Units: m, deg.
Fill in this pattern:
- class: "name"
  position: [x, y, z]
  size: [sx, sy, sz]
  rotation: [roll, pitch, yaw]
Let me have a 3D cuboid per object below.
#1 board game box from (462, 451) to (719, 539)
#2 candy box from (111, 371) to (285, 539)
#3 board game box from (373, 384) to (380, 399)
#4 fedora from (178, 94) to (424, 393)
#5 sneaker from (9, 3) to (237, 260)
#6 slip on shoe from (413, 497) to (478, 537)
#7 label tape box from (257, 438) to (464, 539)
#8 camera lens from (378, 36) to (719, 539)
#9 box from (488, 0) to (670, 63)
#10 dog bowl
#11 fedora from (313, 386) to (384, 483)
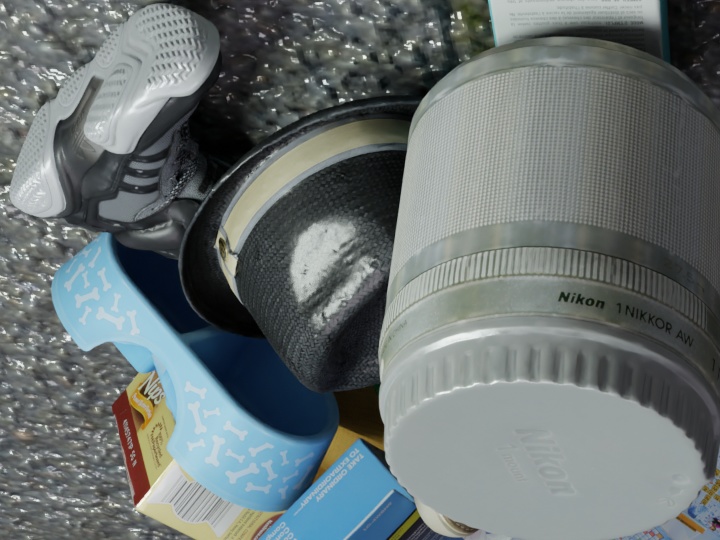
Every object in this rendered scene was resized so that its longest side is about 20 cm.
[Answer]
- class: "board game box"
  position: [0.185, 0.133, 1.252]
  size: [0.200, 0.200, 0.041]
  rotation: [41, 178, -38]
- class: "candy box"
  position: [-0.061, 0.143, 1.345]
  size: [0.200, 0.116, 0.055]
  rotation: [31, 109, -28]
- class: "board game box"
  position: [0.117, 0.083, 1.262]
  size: [0.134, 0.029, 0.200]
  rotation: [-40, 129, 11]
- class: "fedora"
  position: [0.000, 0.000, 1.109]
  size: [0.200, 0.092, 0.201]
  rotation: [-17, 149, -11]
- class: "sneaker"
  position: [-0.101, -0.069, 1.107]
  size: [0.114, 0.076, 0.200]
  rotation: [25, 148, -25]
- class: "slip on shoe"
  position: [0.092, 0.052, 1.122]
  size: [0.060, 0.201, 0.076]
  rotation: [5, 150, 47]
- class: "label tape box"
  position: [-0.022, 0.169, 1.180]
  size: [0.143, 0.066, 0.200]
  rotation: [-45, 157, 1]
- class: "camera lens"
  position: [0.093, 0.005, 0.966]
  size: [0.159, 0.201, 0.160]
  rotation: [6, 146, 4]
- class: "box"
  position: [0.113, -0.102, 1.030]
  size: [0.082, 0.049, 0.200]
  rotation: [1, 145, 11]
- class: "dog bowl"
  position: [-0.090, 0.048, 1.193]
  size: [0.050, 0.200, 0.111]
  rotation: [-50, 162, 28]
- class: "fedora"
  position: [-0.007, 0.084, 1.295]
  size: [0.200, 0.082, 0.201]
  rotation: [5, 145, 4]
